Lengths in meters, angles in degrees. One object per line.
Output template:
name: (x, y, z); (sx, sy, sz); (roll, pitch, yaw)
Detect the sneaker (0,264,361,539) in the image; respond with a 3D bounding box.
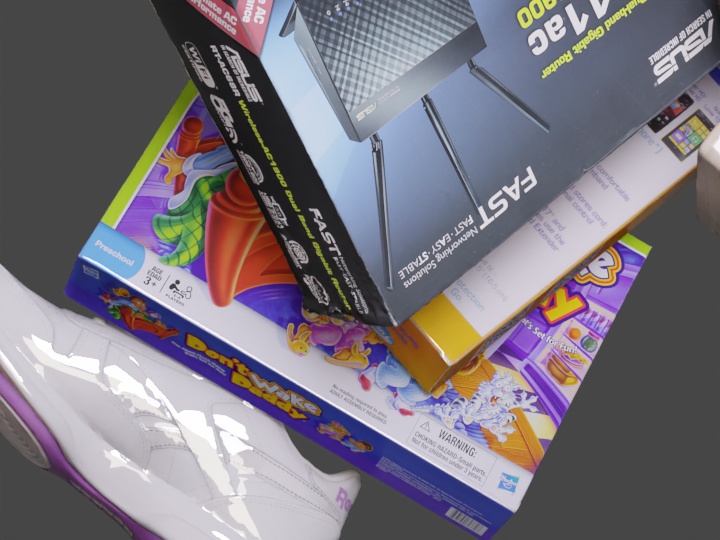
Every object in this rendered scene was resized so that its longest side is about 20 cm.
sneaker: (-0.088, 0.055, 1.133); (0.200, 0.075, 0.100); (43, 73, -3)

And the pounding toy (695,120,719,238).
pounding toy: (0.222, -0.029, 1.086); (0.142, 0.184, 0.200); (40, 88, 11)

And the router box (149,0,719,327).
router box: (0.034, -0.096, 1.021); (0.200, 0.062, 0.150); (-39, 116, -24)

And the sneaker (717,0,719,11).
sneaker: (0.166, -0.139, 1.076); (0.076, 0.200, 0.070); (45, 115, 9)

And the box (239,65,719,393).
box: (0.063, -0.055, 1.105); (0.200, 0.041, 0.119); (-37, 81, -26)

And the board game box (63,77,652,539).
board game box: (0.000, 0.000, 1.113); (0.200, 0.045, 0.135); (30, 65, -1)
